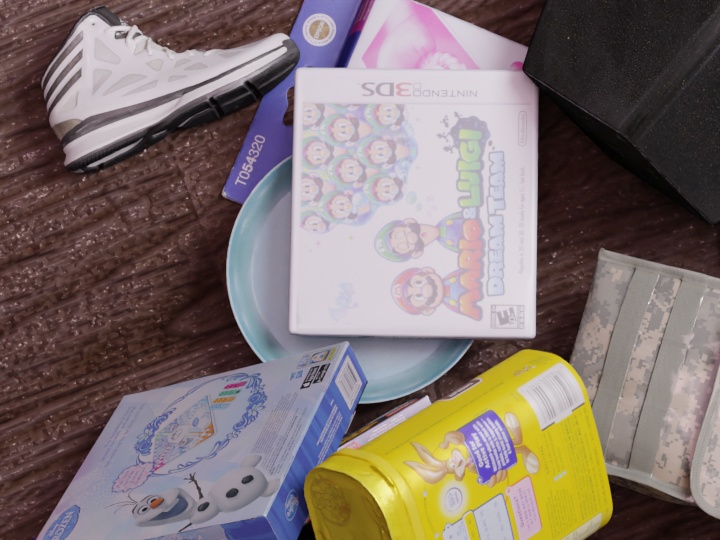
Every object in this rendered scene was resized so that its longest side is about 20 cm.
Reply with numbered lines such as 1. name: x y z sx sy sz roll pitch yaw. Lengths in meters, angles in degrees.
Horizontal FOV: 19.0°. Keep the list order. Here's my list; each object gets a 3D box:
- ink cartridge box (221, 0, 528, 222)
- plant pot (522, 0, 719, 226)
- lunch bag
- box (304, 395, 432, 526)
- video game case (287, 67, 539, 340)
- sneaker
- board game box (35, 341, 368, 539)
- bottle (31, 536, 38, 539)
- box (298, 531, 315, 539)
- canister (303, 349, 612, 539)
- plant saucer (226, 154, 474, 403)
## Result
1. ink cartridge box: 0.019 -0.111 1.660 0.200 0.043 0.197 22 82 3
2. plant pot: 0.242 -0.154 1.558 0.177 0.199 0.200 -51 42 1
3. lunch bag: 0.253 0.090 1.549 0.200 0.118 0.164 16 88 27
4. box: -0.032 0.156 1.566 0.200 0.137 0.040 -30 88 -5
5. video game case: 0.040 -0.050 1.591 0.182 0.024 0.200 1 84 3
6. sneaker: -0.154 -0.164 1.652 0.200 0.076 0.115 -24 83 1
7. board game box: -0.113 0.141 1.514 0.199 0.200 0.043 -13 118 26
8. bottle: -0.235 0.242 1.592 0.200 0.065 0.084 -28 81 -4
9. box: 0.053 0.241 1.514 0.198 0.050 0.200 -21 42 -20
10. canister: 0.072 0.157 1.463 0.200 0.087 0.149 -28 113 -35
11. plant saucer: 0.000 0.000 1.612 0.200 0.027 0.200 0 84 2
